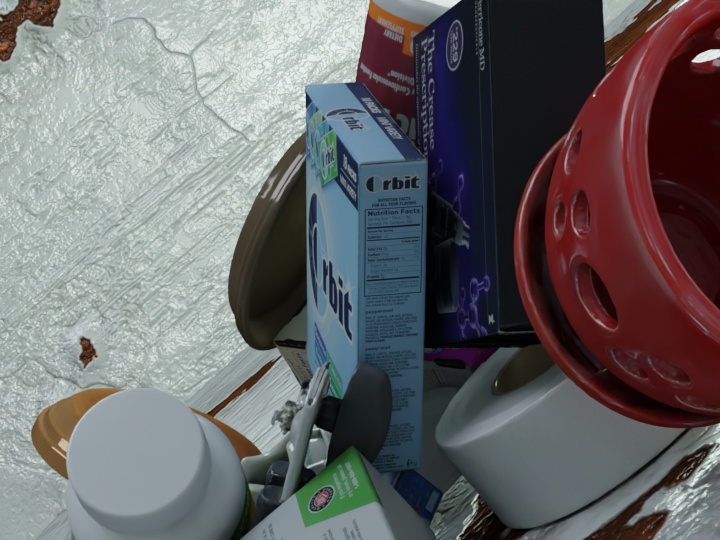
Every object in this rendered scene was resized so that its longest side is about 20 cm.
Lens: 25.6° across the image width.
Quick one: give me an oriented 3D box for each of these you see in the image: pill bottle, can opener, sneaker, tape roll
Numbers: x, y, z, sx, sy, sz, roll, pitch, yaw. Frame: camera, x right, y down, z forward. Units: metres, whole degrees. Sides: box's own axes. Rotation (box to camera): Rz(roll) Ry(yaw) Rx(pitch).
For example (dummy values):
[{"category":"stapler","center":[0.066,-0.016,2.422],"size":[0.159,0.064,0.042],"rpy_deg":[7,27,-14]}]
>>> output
[{"category":"pill bottle","center":[-0.122,0.154,0.995],"size":[0.111,0.111,0.200],"rpy_deg":[-42,-25,-18]},{"category":"can opener","center":[-0.035,0.144,0.952],"size":[0.053,0.066,0.201],"rpy_deg":[-64,-7,-63]},{"category":"sneaker","center":[-0.003,0.133,1.106],"size":[0.200,0.080,0.071],"rpy_deg":[-30,50,32]},{"category":"tape roll","center":[0.142,0.068,0.988],"size":[0.202,0.071,0.202],"rpy_deg":[-41,6,6]},{"category":"pill bottle","center":[0.047,-0.102,1.116],"size":[0.114,0.113,0.201],"rpy_deg":[-52,-25,-63]}]

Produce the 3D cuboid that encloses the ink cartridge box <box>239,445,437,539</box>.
[{"category":"ink cartridge box","center":[-0.042,0.214,0.869],"size":[0.200,0.084,0.146],"rpy_deg":[-40,22,4]}]

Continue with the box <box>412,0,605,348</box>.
[{"category":"box","center":[0.088,-0.057,0.949],"size":[0.078,0.202,0.141],"rpy_deg":[0,-6,-18]}]

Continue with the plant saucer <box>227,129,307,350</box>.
[{"category":"plant saucer","center":[-0.041,-0.034,1.195],"size":[0.200,0.029,0.201],"rpy_deg":[-52,-20,-28]}]

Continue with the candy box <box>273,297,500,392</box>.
[{"category":"candy box","center":[0.050,0.036,1.184],"size":[0.199,0.061,0.137],"rpy_deg":[5,46,43]}]

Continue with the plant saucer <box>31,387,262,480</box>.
[{"category":"plant saucer","center":[-0.152,0.139,1.213],"size":[0.200,0.199,0.038],"rpy_deg":[-80,11,-81]}]

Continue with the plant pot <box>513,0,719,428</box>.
[{"category":"plant pot","center":[0.182,-0.018,0.789],"size":[0.200,0.201,0.183],"rpy_deg":[-43,-1,-25]}]

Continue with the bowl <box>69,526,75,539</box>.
[{"category":"bowl","center":[-0.165,0.245,1.227],"size":[0.104,0.203,0.201],"rpy_deg":[4,-8,-17]}]

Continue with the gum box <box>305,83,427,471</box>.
[{"category":"gum box","center":[0.000,0.000,1.014],"size":[0.044,0.202,0.170],"rpy_deg":[-4,23,-12]}]

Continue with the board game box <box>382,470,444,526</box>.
[{"category":"board game box","center":[-0.034,0.215,1.051],"size":[0.200,0.034,0.136],"rpy_deg":[-33,24,53]}]
